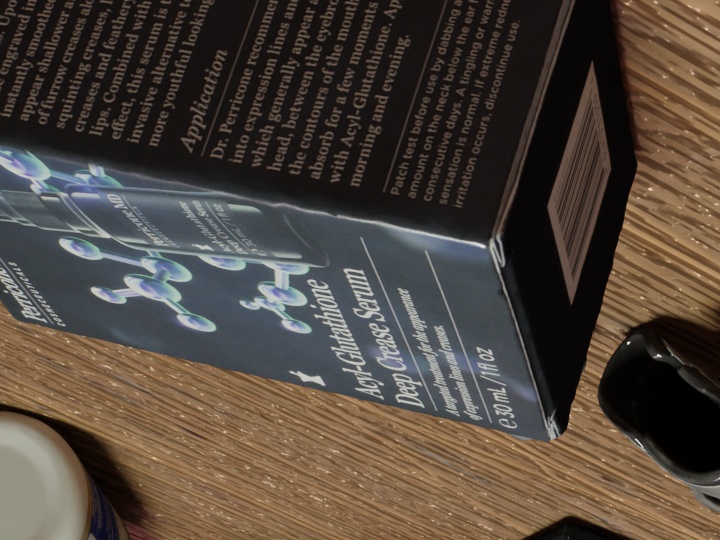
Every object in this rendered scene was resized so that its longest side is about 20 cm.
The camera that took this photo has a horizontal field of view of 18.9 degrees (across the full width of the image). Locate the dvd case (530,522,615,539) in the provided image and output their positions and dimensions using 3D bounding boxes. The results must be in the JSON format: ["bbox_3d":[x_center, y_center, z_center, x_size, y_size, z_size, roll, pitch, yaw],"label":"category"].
[{"bbox_3d":[0.140,0.187,1.197,0.142,0.018,0.200,23,159,-9],"label":"dvd case"}]

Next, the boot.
[{"bbox_3d":[0.174,0.095,0.801,0.131,0.070,0.200,32,178,-33],"label":"boot"}]

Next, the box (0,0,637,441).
[{"bbox_3d":[-0.027,-0.040,0.664,0.199,0.108,0.149,12,158,18],"label":"box"}]

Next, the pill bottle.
[{"bbox_3d":[-0.199,0.171,1.299,0.115,0.116,0.200,13,157,13],"label":"pill bottle"}]

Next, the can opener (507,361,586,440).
[{"bbox_3d":[0.000,0.000,0.836,0.199,0.053,0.067,30,-170,-23],"label":"can opener"}]
